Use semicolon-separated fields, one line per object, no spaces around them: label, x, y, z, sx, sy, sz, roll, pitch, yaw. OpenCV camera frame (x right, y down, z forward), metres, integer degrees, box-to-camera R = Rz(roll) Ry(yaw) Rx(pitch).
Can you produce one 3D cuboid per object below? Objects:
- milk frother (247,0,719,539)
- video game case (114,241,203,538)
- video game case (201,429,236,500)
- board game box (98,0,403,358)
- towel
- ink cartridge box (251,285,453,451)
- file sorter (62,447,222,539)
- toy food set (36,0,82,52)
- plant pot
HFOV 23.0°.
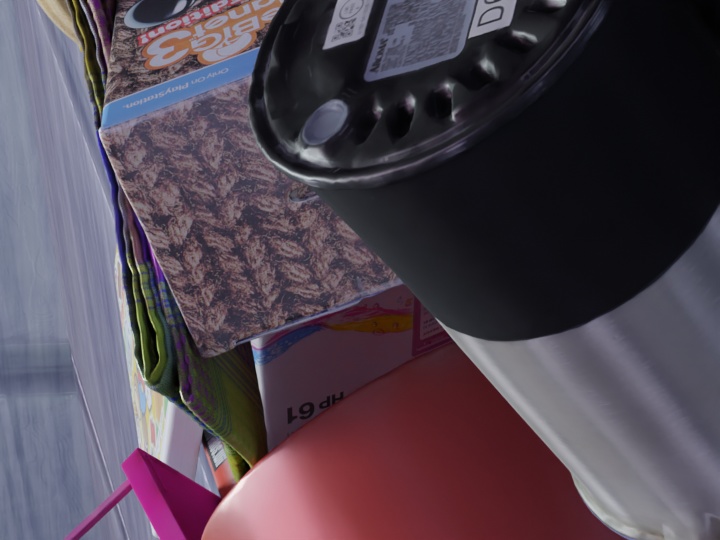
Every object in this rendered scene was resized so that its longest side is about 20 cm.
milk frother;0.109;-0.038;0.488;0.199;0.182;0.188;7;150;45
video game case;-0.112;0.022;0.973;0.201;0.023;0.184;105;157;-55
video game case;-0.034;0.127;0.966;0.143;0.017;0.200;43;-173;-27
board game box;-0.006;-0.082;0.680;0.201;0.158;0.098;-100;-11;-60
towel;-0.078;-0.019;0.712;0.144;0.023;0.202;61;-168;-67
ink cartridge box;0.000;0.000;0.870;0.085;0.143;0.202;-127;27;-44
file sorter;-0.070;0.215;0.835;0.139;0.125;0.200;40;-171;-45
toy food set;-0.106;-0.204;1.005;0.049;0.196;0.202;-101;4;-58
plant pot;0.058;0.148;0.737;0.178;0.199;0.201;58;159;23
